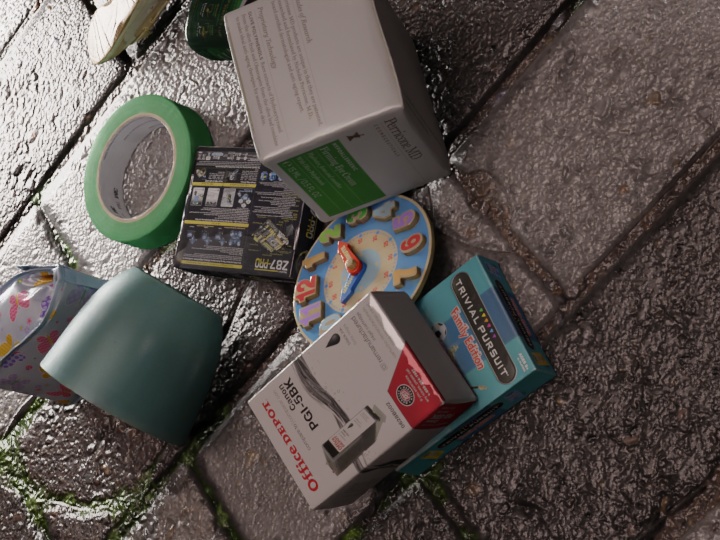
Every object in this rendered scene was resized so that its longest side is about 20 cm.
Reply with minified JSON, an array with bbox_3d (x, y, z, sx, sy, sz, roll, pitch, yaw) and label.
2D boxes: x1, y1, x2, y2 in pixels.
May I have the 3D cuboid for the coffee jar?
[{"bbox_3d":[-0.122,-0.311,1.797,0.199,0.085,0.105,13,84,40],"label":"coffee jar"}]

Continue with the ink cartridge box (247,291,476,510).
[{"bbox_3d":[-0.001,0.138,1.516,0.200,0.083,0.147,-43,69,22],"label":"ink cartridge box"}]

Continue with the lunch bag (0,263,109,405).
[{"bbox_3d":[-0.385,0.069,1.849,0.200,0.169,0.128,-37,56,28],"label":"lunch bag"}]

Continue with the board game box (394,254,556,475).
[{"bbox_3d":[0.093,0.103,1.550,0.200,0.047,0.151,-40,58,23],"label":"board game box"}]

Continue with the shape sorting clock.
[{"bbox_3d":[0.000,0.000,1.625,0.200,0.039,0.201,-28,46,33],"label":"shape sorting clock"}]

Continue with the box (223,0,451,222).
[{"bbox_3d":[-0.022,-0.195,1.597,0.171,0.199,0.201,-21,66,12],"label":"box"}]

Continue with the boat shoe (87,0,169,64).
[{"bbox_3d":[-0.313,-0.344,1.963,0.200,0.069,0.074,-36,64,50],"label":"boat shoe"}]

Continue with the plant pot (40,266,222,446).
[{"bbox_3d":[-0.260,0.094,1.738,0.200,0.200,0.161,27,85,39],"label":"plant pot"}]

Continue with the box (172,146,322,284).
[{"bbox_3d":[-0.134,-0.070,1.768,0.199,0.049,0.162,4,79,38],"label":"box"}]

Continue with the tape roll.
[{"bbox_3d":[-0.282,-0.130,1.897,0.200,0.048,0.202,-10,73,35],"label":"tape roll"}]
